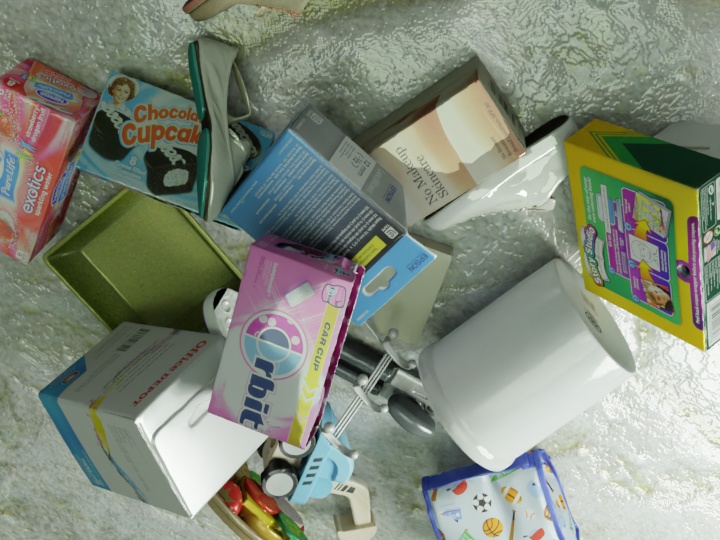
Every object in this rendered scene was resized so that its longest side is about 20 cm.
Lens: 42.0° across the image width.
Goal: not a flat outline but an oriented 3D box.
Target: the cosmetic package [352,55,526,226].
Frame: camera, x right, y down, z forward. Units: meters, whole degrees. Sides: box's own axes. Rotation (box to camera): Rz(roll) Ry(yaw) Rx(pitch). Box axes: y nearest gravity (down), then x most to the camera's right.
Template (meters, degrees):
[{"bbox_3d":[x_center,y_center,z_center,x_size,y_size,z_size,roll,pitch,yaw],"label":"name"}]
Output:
[{"bbox_3d":[0.073,-0.129,1.029,0.198,0.088,0.104,-32,110,22],"label":"cosmetic package"}]

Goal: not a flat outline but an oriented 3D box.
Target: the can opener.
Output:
[{"bbox_3d":[0.019,0.137,1.191,0.198,0.067,0.053,31,119,-3],"label":"can opener"}]

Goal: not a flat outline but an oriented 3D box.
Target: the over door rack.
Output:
[{"bbox_3d":[-0.028,0.107,1.097,0.200,0.149,0.066,48,158,-27],"label":"over door rack"}]

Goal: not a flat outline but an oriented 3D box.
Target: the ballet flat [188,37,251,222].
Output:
[{"bbox_3d":[-0.149,-0.155,1.021,0.068,0.069,0.204,-6,84,11],"label":"ballet flat"}]

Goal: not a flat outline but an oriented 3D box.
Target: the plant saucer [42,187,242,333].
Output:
[{"bbox_3d":[-0.255,-0.004,1.161,0.198,0.048,0.200,-33,108,22],"label":"plant saucer"}]

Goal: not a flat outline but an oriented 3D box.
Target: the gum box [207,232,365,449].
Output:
[{"bbox_3d":[-0.076,0.068,0.979,0.112,0.066,0.203,19,106,7],"label":"gum box"}]

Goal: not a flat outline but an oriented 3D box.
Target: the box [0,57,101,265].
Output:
[{"bbox_3d":[-0.386,-0.126,1.089,0.101,0.095,0.202,27,117,-6],"label":"box"}]

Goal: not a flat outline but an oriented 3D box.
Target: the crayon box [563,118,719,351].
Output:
[{"bbox_3d":[0.302,-0.039,0.978,0.058,0.172,0.202,-31,127,-20],"label":"crayon box"}]

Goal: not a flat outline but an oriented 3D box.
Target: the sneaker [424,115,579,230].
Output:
[{"bbox_3d":[0.167,-0.084,1.047,0.198,0.073,0.085,-30,107,19],"label":"sneaker"}]

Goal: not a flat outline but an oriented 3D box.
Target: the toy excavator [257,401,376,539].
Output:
[{"bbox_3d":[-0.044,0.271,1.252,0.197,0.100,0.197,17,112,-18],"label":"toy excavator"}]

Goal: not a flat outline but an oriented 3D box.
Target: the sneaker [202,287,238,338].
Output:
[{"bbox_3d":[-0.176,0.116,1.157,0.144,0.081,0.202,-10,125,33],"label":"sneaker"}]

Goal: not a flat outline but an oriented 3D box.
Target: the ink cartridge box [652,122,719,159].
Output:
[{"bbox_3d":[0.382,-0.048,0.989,0.084,0.144,0.203,-34,116,-24],"label":"ink cartridge box"}]

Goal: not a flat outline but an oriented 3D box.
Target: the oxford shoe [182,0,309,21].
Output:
[{"bbox_3d":[-0.092,-0.293,0.979,0.197,0.071,0.076,-18,119,17],"label":"oxford shoe"}]

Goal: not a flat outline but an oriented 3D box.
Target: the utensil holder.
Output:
[{"bbox_3d":[0.194,0.108,1.090,0.199,0.171,0.170,-38,107,22],"label":"utensil holder"}]

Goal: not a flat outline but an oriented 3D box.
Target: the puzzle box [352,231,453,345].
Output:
[{"bbox_3d":[0.000,0.000,1.140,0.197,0.026,0.135,20,119,-2],"label":"puzzle box"}]

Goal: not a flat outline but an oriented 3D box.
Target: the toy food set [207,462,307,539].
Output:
[{"bbox_3d":[-0.145,0.295,1.222,0.049,0.200,0.198,-46,104,-1],"label":"toy food set"}]

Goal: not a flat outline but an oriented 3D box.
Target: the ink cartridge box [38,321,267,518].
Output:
[{"bbox_3d":[-0.238,0.167,1.091,0.198,0.147,0.148,3,125,42],"label":"ink cartridge box"}]

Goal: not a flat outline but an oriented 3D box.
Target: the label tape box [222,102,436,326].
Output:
[{"bbox_3d":[-0.028,-0.055,0.996,0.199,0.066,0.143,39,129,-10],"label":"label tape box"}]

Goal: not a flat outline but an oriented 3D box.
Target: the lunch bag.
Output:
[{"bbox_3d":[0.187,0.322,1.227,0.167,0.125,0.202,-18,121,17],"label":"lunch bag"}]

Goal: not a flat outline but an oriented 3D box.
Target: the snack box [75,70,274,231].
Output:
[{"bbox_3d":[-0.207,-0.134,1.062,0.197,0.037,0.118,20,84,-3],"label":"snack box"}]
